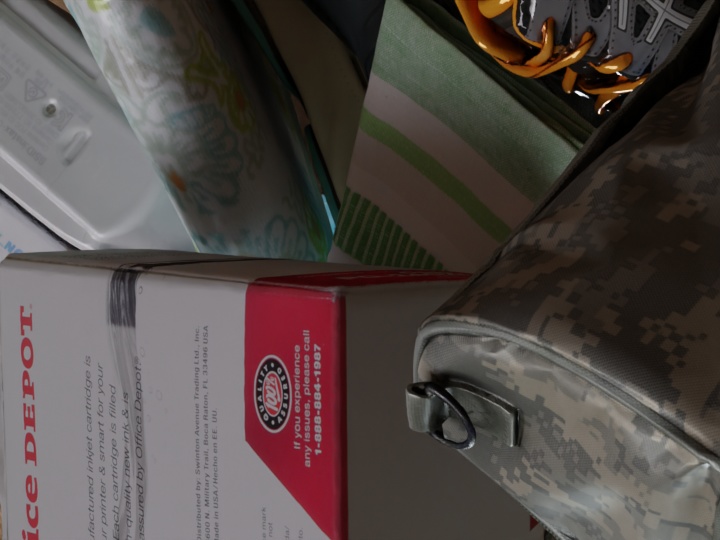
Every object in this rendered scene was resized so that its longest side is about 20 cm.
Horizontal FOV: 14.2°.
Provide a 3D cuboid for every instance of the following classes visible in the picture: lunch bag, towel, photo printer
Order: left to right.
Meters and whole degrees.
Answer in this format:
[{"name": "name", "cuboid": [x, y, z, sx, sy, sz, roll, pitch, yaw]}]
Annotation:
[{"name": "photo printer", "cuboid": [-0.119, -0.061, 1.243, 0.166, 0.070, 0.200, 40, -177, 15]}, {"name": "towel", "cuboid": [-0.070, -0.088, 1.071, 0.171, 0.048, 0.200, 60, -173, -37]}, {"name": "towel", "cuboid": [0.027, 0.030, 0.935, 0.153, 0.023, 0.201, 42, 128, 44]}, {"name": "lunch bag", "cuboid": [0.129, 0.006, 0.772, 0.168, 0.200, 0.140, 35, 156, 16]}]

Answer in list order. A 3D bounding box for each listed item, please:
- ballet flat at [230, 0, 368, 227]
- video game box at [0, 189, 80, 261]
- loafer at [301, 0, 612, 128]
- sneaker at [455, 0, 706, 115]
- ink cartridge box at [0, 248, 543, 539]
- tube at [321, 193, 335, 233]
[{"name": "ballet flat", "cuboid": [-0.001, -0.069, 1.060, 0.201, 0.069, 0.069, 66, 162, 6]}, {"name": "video game box", "cuboid": [-0.125, 0.007, 1.268, 0.182, 0.047, 0.200, 40, -176, 8]}, {"name": "loafer", "cuboid": [0.031, -0.073, 0.983, 0.200, 0.070, 0.068, 38, 150, 18]}, {"name": "sneaker", "cuboid": [0.074, -0.082, 0.879, 0.200, 0.077, 0.078, 46, 159, -7]}, {"name": "ink cartridge box", "cuboid": [-0.034, 0.069, 0.935, 0.200, 0.083, 0.146, 5, 98, 54]}, {"name": "tube", "cuboid": [0.000, 0.000, 1.214, 0.200, 0.077, 0.051, 103, 145, -70]}]
